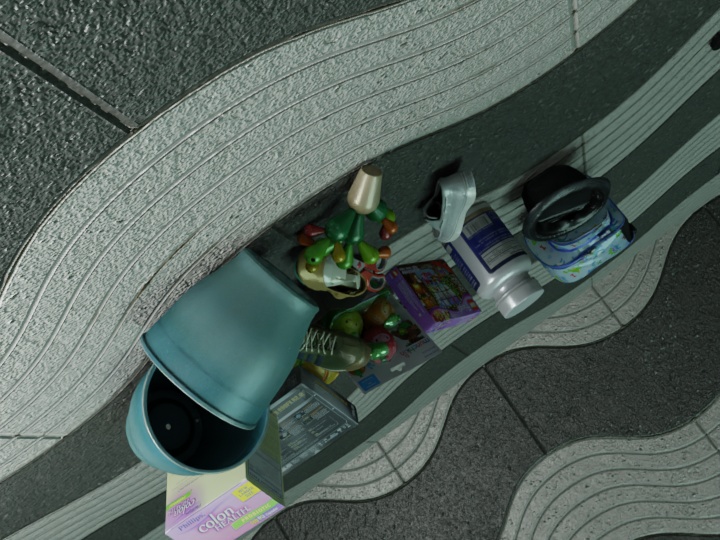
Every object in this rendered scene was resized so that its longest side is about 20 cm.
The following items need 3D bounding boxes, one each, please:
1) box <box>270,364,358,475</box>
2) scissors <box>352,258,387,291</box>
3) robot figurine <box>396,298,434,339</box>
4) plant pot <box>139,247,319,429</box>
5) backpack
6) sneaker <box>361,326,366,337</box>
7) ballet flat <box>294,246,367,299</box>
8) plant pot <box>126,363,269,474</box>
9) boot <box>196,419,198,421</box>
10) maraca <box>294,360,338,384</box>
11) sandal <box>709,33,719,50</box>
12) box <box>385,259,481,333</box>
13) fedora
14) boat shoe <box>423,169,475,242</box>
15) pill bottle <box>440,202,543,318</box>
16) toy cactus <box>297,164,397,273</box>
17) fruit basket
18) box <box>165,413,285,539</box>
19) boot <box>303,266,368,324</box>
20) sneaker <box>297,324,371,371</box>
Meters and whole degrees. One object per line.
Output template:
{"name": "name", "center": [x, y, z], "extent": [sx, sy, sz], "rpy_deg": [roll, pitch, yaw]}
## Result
{"name": "box", "center": [-0.129, 0.274, 1.707], "extent": [0.200, 0.048, 0.158], "rpy_deg": [-38, 125, 18]}
{"name": "scissors", "center": [0.000, 0.000, 1.616], "extent": [0.200, 0.014, 0.074], "rpy_deg": [2, 102, -64]}
{"name": "robot figurine", "center": [0.050, 0.131, 1.917], "extent": [0.199, 0.151, 0.125], "rpy_deg": [-24, 160, 24]}
{"name": "plant pot", "center": [-0.165, 0.079, 1.306], "extent": [0.188, 0.200, 0.200], "rpy_deg": [-51, 162, 2]}
{"name": "backpack", "center": [0.451, -0.091, 2.033], "extent": [0.200, 0.183, 0.147], "rpy_deg": [-41, 140, 14]}
{"name": "sneaker", "center": [0.012, 0.138, 1.785], "extent": [0.200, 0.072, 0.085], "rpy_deg": [-76, 165, -50]}
{"name": "ballet flat", "center": [-0.040, 0.003, 1.498], "extent": [0.063, 0.069, 0.200], "rpy_deg": [4, 173, 19]}
{"name": "plant pot", "center": [-0.270, 0.224, 1.474], "extent": [0.199, 0.201, 0.188], "rpy_deg": [-22, 175, -36]}
{"name": "boot", "center": [-0.194, 0.252, 1.739], "extent": [0.174, 0.069, 0.200], "rpy_deg": [30, 122, -25]}
{"name": "maraca", "center": [-0.072, 0.148, 1.803], "extent": [0.200, 0.107, 0.137], "rpy_deg": [-49, 163, -32]}
{"name": "sandal", "center": [0.752, -0.467, 1.800], "extent": [0.200, 0.045, 0.075], "rpy_deg": [-35, 163, -1]}
{"name": "box", "center": [0.146, 0.048, 1.883], "extent": [0.039, 0.137, 0.200], "rpy_deg": [-43, 162, 28]}
{"name": "fedora", "center": [0.389, -0.145, 1.880], "extent": [0.200, 0.092, 0.201], "rpy_deg": [-22, 150, -13]}
{"name": "boat shoe", "center": [0.138, -0.101, 1.592], "extent": [0.068, 0.072, 0.200], "rpy_deg": [-8, 164, -11]}
{"name": "pill bottle", "center": [0.250, -0.016, 1.798], "extent": [0.119, 0.200, 0.120], "rpy_deg": [-31, 164, -10]}
{"name": "toy cactus", "center": [-0.009, -0.078, 1.360], "extent": [0.199, 0.102, 0.166], "rpy_deg": [-17, 137, -41]}
{"name": "fruit basket", "center": [0.019, 0.104, 1.688], "extent": [0.185, 0.200, 0.094], "rpy_deg": [-23, 145, -32]}
{"name": "box", "center": [-0.225, 0.334, 1.577], "extent": [0.176, 0.200, 0.097], "rpy_deg": [-36, 123, 16]}
{"name": "boot", "center": [-0.064, 0.041, 1.620], "extent": [0.075, 0.074, 0.200], "rpy_deg": [-10, -171, 42]}
{"name": "sneaker", "center": [-0.088, 0.123, 1.607], "extent": [0.090, 0.199, 0.067], "rpy_deg": [30, 72, -58]}
